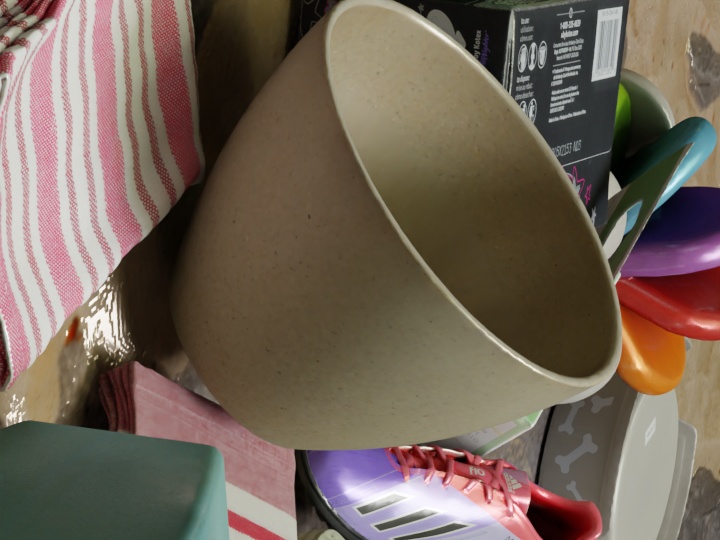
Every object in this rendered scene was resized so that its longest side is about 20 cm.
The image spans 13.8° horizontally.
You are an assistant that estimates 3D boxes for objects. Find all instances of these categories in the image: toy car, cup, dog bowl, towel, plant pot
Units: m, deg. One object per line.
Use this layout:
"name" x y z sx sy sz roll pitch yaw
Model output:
"toy car" 0.163 -0.017 1.765 0.175 0.149 0.201 -50 144 -56
"cup" 0.000 0.000 1.316 0.200 0.143 0.201 40 29 -28
"dog bowl" 0.172 0.136 1.998 0.200 0.058 0.201 10 90 -70
"towel" -0.108 -0.060 1.206 0.200 0.030 0.147 -51 146 -53
"plant pot" -0.123 0.152 1.127 0.200 0.141 0.142 -62 154 -56
"towel" -0.068 0.153 1.297 0.144 0.023 0.201 33 48 -53

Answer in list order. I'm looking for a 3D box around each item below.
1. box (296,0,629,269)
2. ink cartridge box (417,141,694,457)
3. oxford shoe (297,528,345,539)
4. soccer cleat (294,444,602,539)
"box" 0.050 -0.083 1.493 0.200 0.114 0.133 -21 117 -68
"ink cartridge box" 0.103 0.027 1.604 0.048 0.200 0.146 47 42 -12
"oxford shoe" -0.050 0.180 1.407 0.075 0.058 0.200 64 20 -7
"soccer cleat" 0.045 0.116 1.552 0.200 0.073 0.068 29 43 -44
